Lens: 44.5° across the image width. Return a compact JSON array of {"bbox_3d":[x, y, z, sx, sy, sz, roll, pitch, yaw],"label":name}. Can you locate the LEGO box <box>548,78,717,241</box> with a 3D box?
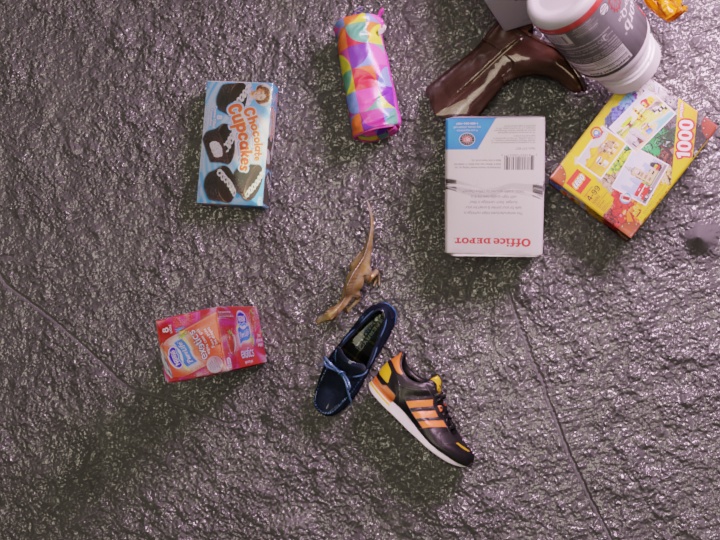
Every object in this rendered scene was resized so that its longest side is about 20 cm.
[{"bbox_3d":[0.397,-0.168,1.297,0.148,0.077,0.201,38,94,10],"label":"LEGO box"}]

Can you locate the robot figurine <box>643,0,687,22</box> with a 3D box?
[{"bbox_3d":[0.383,-0.433,1.297,0.145,0.058,0.201,-39,81,40],"label":"robot figurine"}]

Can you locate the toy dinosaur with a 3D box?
[{"bbox_3d":[0.000,0.000,1.353,0.058,0.101,0.202,24,92,12],"label":"toy dinosaur"}]

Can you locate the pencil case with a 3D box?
[{"bbox_3d":[0.012,-0.305,1.380,0.087,0.088,0.203,-9,87,10],"label":"pencil case"}]

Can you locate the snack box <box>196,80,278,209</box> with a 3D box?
[{"bbox_3d":[-0.200,-0.205,1.437,0.115,0.037,0.203,4,87,11],"label":"snack box"}]

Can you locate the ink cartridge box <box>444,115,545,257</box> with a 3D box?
[{"bbox_3d":[0.201,-0.127,1.310,0.144,0.084,0.203,2,101,11],"label":"ink cartridge box"}]

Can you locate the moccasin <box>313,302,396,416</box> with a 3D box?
[{"bbox_3d":[-0.018,0.134,1.366,0.080,0.068,0.202,28,92,11],"label":"moccasin"}]

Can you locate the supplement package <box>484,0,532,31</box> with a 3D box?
[{"bbox_3d":[0.235,-0.478,1.289,0.112,0.109,0.203,-11,75,23],"label":"supplement package"}]

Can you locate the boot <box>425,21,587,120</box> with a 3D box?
[{"bbox_3d":[0.217,-0.274,1.345,0.200,0.064,0.187,-43,67,3],"label":"boot"}]

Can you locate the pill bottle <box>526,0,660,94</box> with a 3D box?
[{"bbox_3d":[0.324,-0.333,1.204,0.115,0.199,0.117,-22,54,35],"label":"pill bottle"}]

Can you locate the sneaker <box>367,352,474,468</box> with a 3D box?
[{"bbox_3d":[0.107,0.210,1.336,0.200,0.070,0.090,40,98,13],"label":"sneaker"}]

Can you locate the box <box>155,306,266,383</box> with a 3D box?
[{"bbox_3d":[-0.222,0.109,1.340,0.098,0.200,0.097,-12,86,10],"label":"box"}]
